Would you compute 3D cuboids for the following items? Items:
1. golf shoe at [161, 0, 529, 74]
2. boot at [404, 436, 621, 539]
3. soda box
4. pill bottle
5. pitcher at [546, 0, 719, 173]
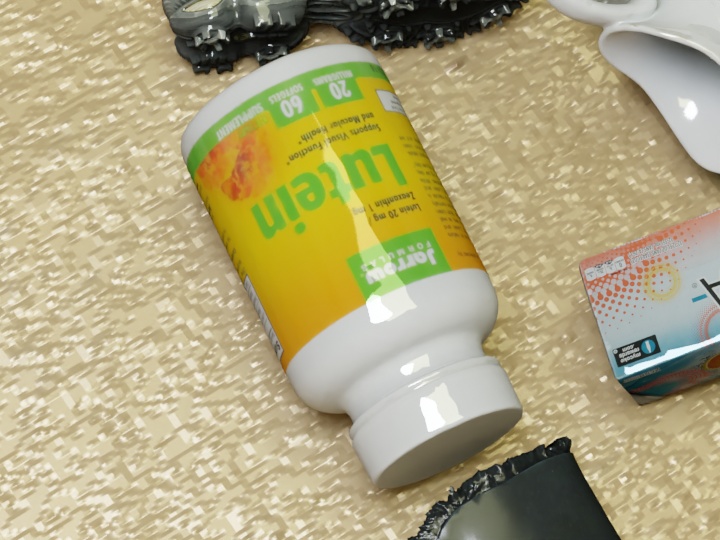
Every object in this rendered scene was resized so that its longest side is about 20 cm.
[{"bbox_3d":[-0.006,-0.163,1.511,0.199,0.078,0.095,-6,69,-12],"label":"golf shoe"},{"bbox_3d":[0.128,0.153,1.410,0.198,0.073,0.163,-30,72,-18],"label":"boot"},{"bbox_3d":[0.215,-0.001,1.445,0.199,0.064,0.069,-21,70,11],"label":"soda box"},{"bbox_3d":[0.000,0.000,1.427,0.111,0.111,0.201,-22,73,-16],"label":"pill bottle"},{"bbox_3d":[0.188,-0.177,1.488,0.171,0.121,0.200,38,70,-18],"label":"pitcher"}]
